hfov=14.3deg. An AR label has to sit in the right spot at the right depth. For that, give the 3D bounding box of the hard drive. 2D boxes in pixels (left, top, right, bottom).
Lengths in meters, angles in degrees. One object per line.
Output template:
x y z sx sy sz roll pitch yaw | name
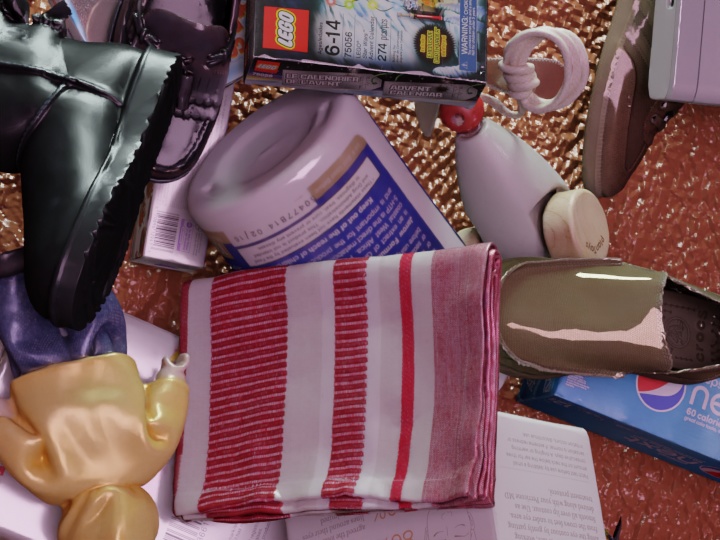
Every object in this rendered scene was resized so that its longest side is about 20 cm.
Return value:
0.266 -0.163 1.772 0.199 0.027 0.133 3 92 -34 | hard drive

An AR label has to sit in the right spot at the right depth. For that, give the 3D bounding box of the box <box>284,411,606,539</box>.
0.055 0.198 1.600 0.106 0.152 0.201 14 62 -48 | box

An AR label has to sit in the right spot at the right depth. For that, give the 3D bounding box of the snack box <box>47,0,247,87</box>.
-0.079 -0.173 1.690 0.199 0.037 0.117 -30 94 -16 | snack box

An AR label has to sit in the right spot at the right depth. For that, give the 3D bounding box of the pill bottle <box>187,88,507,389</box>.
0.000 0.000 1.688 0.120 0.120 0.200 -44 114 -15 | pill bottle

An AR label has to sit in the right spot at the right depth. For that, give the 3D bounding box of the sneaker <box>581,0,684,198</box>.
0.191 -0.137 1.775 0.075 0.070 0.201 15 91 10 | sneaker

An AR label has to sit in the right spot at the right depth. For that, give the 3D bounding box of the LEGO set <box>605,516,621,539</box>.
0.129 0.242 1.707 0.115 0.154 0.201 14 85 -16 | LEGO set

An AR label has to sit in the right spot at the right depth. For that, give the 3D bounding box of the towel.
-0.016 0.064 1.582 0.023 0.199 0.145 27 61 -58 | towel

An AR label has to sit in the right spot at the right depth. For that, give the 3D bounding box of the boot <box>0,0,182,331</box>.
-0.196 -0.066 1.555 0.161 0.074 0.199 13 55 5 | boot

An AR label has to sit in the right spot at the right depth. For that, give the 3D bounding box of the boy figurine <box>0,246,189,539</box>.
-0.148 0.080 1.588 0.124 0.064 0.201 -17 90 -18 | boy figurine

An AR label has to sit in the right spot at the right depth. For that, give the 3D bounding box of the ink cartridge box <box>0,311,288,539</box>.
-0.135 0.109 1.666 0.199 0.087 0.146 24 78 -15 | ink cartridge box

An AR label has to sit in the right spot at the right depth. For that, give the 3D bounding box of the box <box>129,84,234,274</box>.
-0.100 -0.100 1.718 0.041 0.039 0.202 10 83 -17 | box

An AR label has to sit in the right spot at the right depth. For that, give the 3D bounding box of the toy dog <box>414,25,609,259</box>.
0.089 -0.079 1.743 0.131 0.096 0.201 5 117 20 | toy dog

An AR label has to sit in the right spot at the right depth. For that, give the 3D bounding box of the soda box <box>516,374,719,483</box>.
0.203 0.085 1.782 0.199 0.068 0.065 23 78 -14 | soda box

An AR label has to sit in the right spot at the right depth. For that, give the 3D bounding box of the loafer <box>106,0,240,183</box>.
-0.100 -0.152 1.629 0.071 0.063 0.202 11 82 -13 | loafer

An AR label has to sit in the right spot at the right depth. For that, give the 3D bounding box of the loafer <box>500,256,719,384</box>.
0.149 0.026 1.683 0.199 0.067 0.077 3 78 -31 | loafer

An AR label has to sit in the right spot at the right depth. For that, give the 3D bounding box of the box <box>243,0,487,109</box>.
0.005 -0.197 1.653 0.136 0.040 0.201 5 68 -10 | box
